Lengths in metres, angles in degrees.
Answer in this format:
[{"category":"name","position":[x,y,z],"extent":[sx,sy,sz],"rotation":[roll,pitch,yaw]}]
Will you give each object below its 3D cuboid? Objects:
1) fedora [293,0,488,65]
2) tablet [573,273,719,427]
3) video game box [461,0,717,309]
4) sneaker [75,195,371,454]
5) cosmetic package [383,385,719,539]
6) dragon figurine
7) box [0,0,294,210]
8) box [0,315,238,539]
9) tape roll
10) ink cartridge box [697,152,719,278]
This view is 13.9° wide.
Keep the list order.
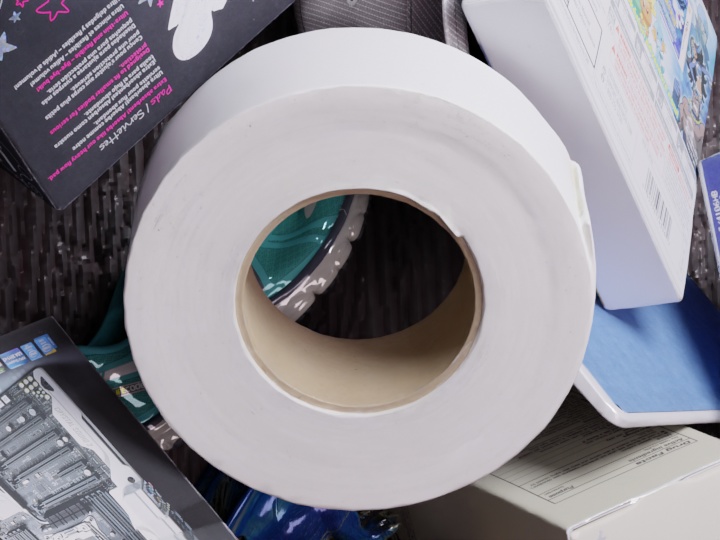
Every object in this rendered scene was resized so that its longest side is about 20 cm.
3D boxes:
[{"category":"fedora","position":[0.023,-0.117,1.360],"extent":[0.090,0.177,0.201],"rotation":[-3,89,13]},{"category":"tablet","position":[0.129,0.025,1.407],"extent":[0.014,0.130,0.200],"rotation":[-48,155,22]},{"category":"video game box","position":[0.111,-0.115,1.367],"extent":[0.183,0.047,0.200],"rotation":[-74,147,-41]},{"category":"sneaker","position":[-0.067,0.002,1.360],"extent":[0.080,0.077,0.200],"rotation":[48,64,-15]},{"category":"cosmetic package","position":[0.096,0.111,1.399],"extent":[0.105,0.200,0.071],"rotation":[-21,109,-21]},{"category":"dragon figurine","position":[-0.049,0.121,1.410],"extent":[0.200,0.059,0.099],"rotation":[-50,116,-11]},{"category":"box","position":[-0.115,-0.148,1.277],"extent":[0.200,0.132,0.115],"rotation":[-43,136,-14]},{"category":"box","position":[-0.159,0.117,1.223],"extent":[0.200,0.158,0.050],"rotation":[-22,154,-46]},{"category":"tape roll","position":[0.000,0.000,1.264],"extent":[0.202,0.071,0.203],"rotation":[0,114,0]},{"category":"ink cartridge box","position":[0.230,0.062,1.443],"extent":[0.200,0.043,0.197],"rotation":[39,37,-57]}]
